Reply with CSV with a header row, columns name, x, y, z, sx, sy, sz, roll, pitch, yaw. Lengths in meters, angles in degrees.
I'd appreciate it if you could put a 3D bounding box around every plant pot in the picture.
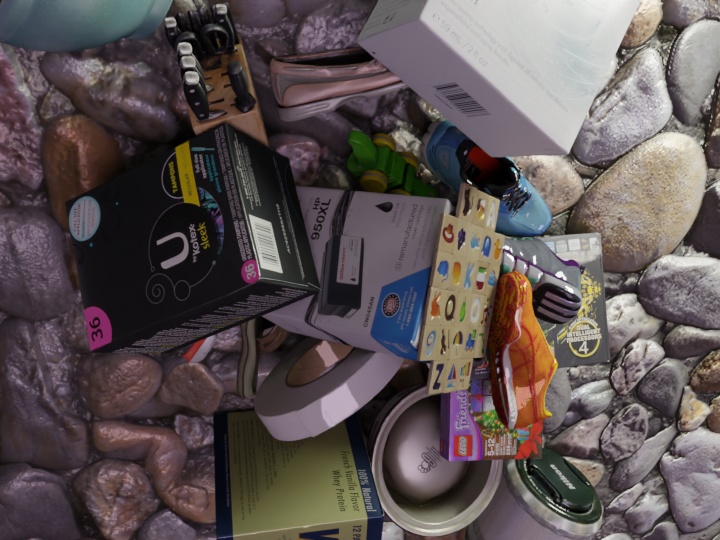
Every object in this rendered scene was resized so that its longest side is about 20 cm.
name,x,y,z,sx,sy,sz,roll,pitch,yaw
plant pot,-0.226,-0.268,0.582,0.132,0.201,0.203,10,120,-42

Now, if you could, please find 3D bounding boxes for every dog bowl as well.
name,x,y,z,sx,sy,sz,roll,pitch,yaw
dog bowl,0.094,0.247,0.973,0.194,0.074,0.207,-1,93,-19

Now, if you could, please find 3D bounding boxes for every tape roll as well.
name,x,y,z,sx,sy,sz,roll,pitch,yaw
tape roll,-0.035,0.114,0.829,0.200,0.203,0.038,-32,105,6

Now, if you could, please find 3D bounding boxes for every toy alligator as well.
name,x,y,z,sx,sy,sz,roll,pitch,yaw
toy alligator,0.044,-0.096,0.819,0.053,0.061,0.198,-11,147,45

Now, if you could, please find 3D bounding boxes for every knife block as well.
name,x,y,z,sx,sy,sz,roll,pitch,yaw
knife block,-0.126,-0.147,0.671,0.062,0.177,0.204,-14,123,-3

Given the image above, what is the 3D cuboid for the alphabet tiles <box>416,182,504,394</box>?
name,x,y,z,sx,sy,sz,roll,pitch,yaw
alphabet tiles,0.105,0.022,0.724,0.165,0.006,0.206,8,92,-59

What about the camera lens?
name,x,y,z,sx,sy,sz,roll,pitch,yaw
camera lens,0.255,0.384,1.078,0.156,0.161,0.204,16,115,-21

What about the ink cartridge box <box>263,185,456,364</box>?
name,x,y,z,sx,sy,sz,roll,pitch,yaw
ink cartridge box,0.000,0.000,0.745,0.084,0.195,0.149,36,66,-56

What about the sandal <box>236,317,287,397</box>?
name,x,y,z,sx,sy,sz,roll,pitch,yaw
sandal,-0.111,0.069,0.857,0.056,0.081,0.205,13,127,0

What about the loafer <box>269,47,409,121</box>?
name,x,y,z,sx,sy,sz,roll,pitch,yaw
loafer,0.002,-0.210,0.731,0.195,0.072,0.064,-18,116,1

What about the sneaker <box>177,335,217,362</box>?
name,x,y,z,sx,sy,sz,roll,pitch,yaw
sneaker,-0.175,0.017,0.817,0.081,0.078,0.202,29,109,-19

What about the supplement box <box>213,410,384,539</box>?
name,x,y,z,sx,sy,sz,roll,pitch,yaw
supplement box,-0.087,0.294,0.921,0.194,0.202,0.138,-4,123,-11

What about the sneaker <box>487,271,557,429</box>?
name,x,y,z,sx,sy,sz,roll,pitch,yaw
sneaker,0.188,0.088,0.826,0.075,0.073,0.205,-14,120,-10

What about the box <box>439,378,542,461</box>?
name,x,y,z,sx,sy,sz,roll,pitch,yaw
box,0.173,0.141,0.934,0.133,0.039,0.207,2,89,-14

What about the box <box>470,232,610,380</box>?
name,x,y,z,sx,sy,sz,roll,pitch,yaw
box,0.210,0.043,0.898,0.194,0.049,0.167,-4,89,-10

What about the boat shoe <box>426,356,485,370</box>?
name,x,y,z,sx,sy,sz,roll,pitch,yaw
boat shoe,0.077,0.027,0.829,0.060,0.071,0.204,-27,95,44

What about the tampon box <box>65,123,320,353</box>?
name,x,y,z,sx,sy,sz,roll,pitch,yaw
tampon box,-0.163,-0.022,0.700,0.196,0.154,0.126,-21,166,19

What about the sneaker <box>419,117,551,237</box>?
name,x,y,z,sx,sy,sz,roll,pitch,yaw
sneaker,0.153,-0.090,0.811,0.198,0.090,0.080,31,95,-31

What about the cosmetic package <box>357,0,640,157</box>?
name,x,y,z,sx,sy,sz,roll,pitch,yaw
cosmetic package,0.137,-0.247,0.668,0.197,0.122,0.204,31,82,-27

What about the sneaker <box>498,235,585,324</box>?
name,x,y,z,sx,sy,sz,roll,pitch,yaw
sneaker,0.170,-0.013,0.847,0.196,0.088,0.075,28,135,4
